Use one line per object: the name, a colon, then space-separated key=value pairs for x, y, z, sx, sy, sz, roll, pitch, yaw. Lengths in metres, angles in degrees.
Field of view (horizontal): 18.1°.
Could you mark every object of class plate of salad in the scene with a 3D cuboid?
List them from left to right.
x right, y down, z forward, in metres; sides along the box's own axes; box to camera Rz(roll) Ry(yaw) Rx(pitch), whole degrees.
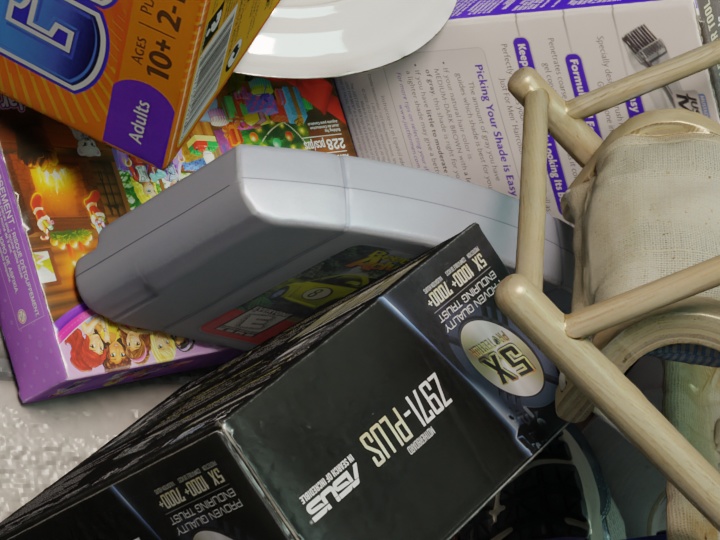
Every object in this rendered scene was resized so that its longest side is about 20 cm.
plate of salad: x=-0.053 y=-0.144 z=1.031 sx=0.199 sy=0.048 sz=0.201 roll=9 pitch=42 yaw=-8

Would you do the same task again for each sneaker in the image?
sneaker: x=0.109 y=0.163 z=1.067 sx=0.086 sy=0.077 sz=0.202 roll=-12 pitch=89 yaw=-49

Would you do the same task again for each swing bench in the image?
swing bench: x=0.150 y=0.022 z=0.873 sx=0.201 sy=0.129 sz=0.199 roll=62 pitch=18 yaw=-22

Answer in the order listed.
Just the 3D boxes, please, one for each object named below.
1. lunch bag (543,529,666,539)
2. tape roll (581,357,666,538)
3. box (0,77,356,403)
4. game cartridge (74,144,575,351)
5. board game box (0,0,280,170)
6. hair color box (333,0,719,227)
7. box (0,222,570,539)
lunch bag: x=0.088 y=0.178 z=0.894 sx=0.076 sy=0.160 sz=0.200 roll=56 pitch=50 yaw=-16
tape roll: x=0.196 y=0.121 z=1.066 sx=0.201 sy=0.200 sz=0.066 roll=55 pitch=47 yaw=-8
box: x=-0.079 y=-0.027 z=0.997 sx=0.199 sy=0.039 sz=0.138 roll=-10 pitch=80 yaw=-44
game cartridge: x=0.000 y=0.000 z=0.936 sx=0.199 sy=0.133 sz=0.041 roll=13 pitch=58 yaw=-38
board game box: x=-0.107 y=-0.207 z=0.892 sx=0.199 sy=0.201 sz=0.200 roll=26 pitch=50 yaw=5
hair color box: x=0.089 y=-0.078 z=1.040 sx=0.065 sy=0.199 sz=0.110 roll=-40 pitch=121 yaw=-45
box: x=-0.039 y=0.085 z=0.870 sx=0.164 sy=0.200 sz=0.086 roll=-38 pitch=96 yaw=-45
